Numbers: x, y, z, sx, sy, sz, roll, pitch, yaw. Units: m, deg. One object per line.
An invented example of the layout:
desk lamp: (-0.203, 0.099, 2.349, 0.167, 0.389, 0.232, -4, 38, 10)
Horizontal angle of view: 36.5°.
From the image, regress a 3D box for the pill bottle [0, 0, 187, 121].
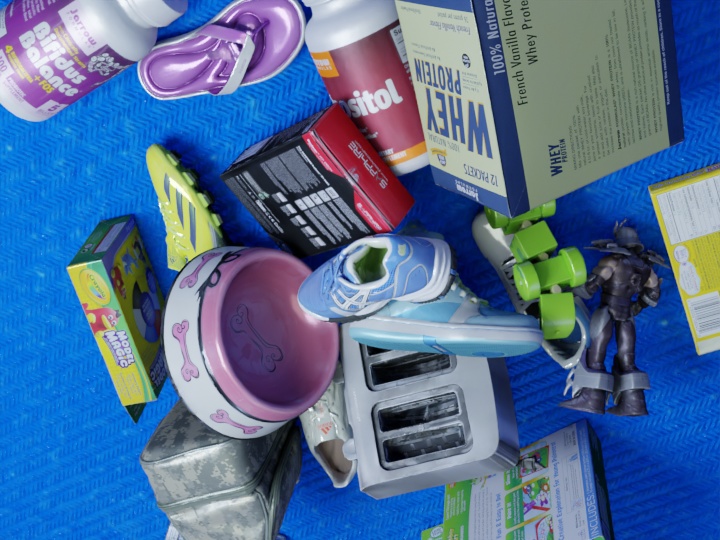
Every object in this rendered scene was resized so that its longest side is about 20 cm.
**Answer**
pill bottle: (-0.270, -0.238, 1.062, 0.198, 0.113, 0.113, -27, 110, 20)

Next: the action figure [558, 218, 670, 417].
action figure: (0.260, 0.046, 1.126, 0.128, 0.069, 0.204, 9, 86, -24)

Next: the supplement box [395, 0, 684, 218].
supplement box: (0.160, -0.186, 0.969, 0.198, 0.134, 0.203, -24, 116, -19)

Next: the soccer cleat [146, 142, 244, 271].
soccer cleat: (-0.183, -0.040, 1.172, 0.083, 0.065, 0.202, -29, 113, 2)

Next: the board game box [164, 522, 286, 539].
board game box: (-0.215, 0.407, 1.408, 0.197, 0.062, 0.203, 16, 118, -1)

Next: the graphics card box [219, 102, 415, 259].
graphics card box: (-0.047, -0.082, 1.086, 0.126, 0.051, 0.199, 49, 150, -16)

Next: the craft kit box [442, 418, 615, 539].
craft kit box: (0.181, 0.276, 1.211, 0.195, 0.201, 0.049, -26, 112, 20)

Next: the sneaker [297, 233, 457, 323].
sneaker: (0.000, 0.000, 1.042, 0.076, 0.077, 0.199, 19, 154, -37)

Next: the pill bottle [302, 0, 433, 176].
pill bottle: (0.015, -0.200, 1.042, 0.111, 0.113, 0.202, -19, 112, 16)

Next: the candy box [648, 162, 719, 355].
candy box: (0.375, -0.012, 1.136, 0.101, 0.027, 0.202, -18, 113, 12)

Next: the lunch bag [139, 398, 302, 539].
lunch bag: (-0.139, 0.224, 1.231, 0.137, 0.200, 0.170, -14, 109, 13)

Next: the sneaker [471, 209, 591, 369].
sneaker: (0.185, 0.017, 1.152, 0.071, 0.073, 0.201, -31, 108, 23)

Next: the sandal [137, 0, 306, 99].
sandal: (-0.140, -0.209, 1.079, 0.200, 0.050, 0.083, -18, 114, 28)

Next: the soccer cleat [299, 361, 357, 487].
soccer cleat: (-0.045, 0.155, 1.249, 0.068, 0.078, 0.202, -17, 113, 16)

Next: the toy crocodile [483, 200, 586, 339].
toy crocodile: (0.170, -0.030, 1.092, 0.066, 0.062, 0.203, -17, 73, -9)

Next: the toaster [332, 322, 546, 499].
toaster: (0.075, 0.136, 1.160, 0.197, 0.119, 0.184, -15, 72, 15)

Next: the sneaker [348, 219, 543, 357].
sneaker: (0.088, 0.014, 1.083, 0.197, 0.080, 0.133, 4, 76, 19)

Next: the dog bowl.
dog bowl: (-0.103, 0.067, 1.115, 0.073, 0.201, 0.201, -16, 117, 43)

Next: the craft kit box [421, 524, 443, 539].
craft kit box: (0.158, 0.347, 1.243, 0.198, 0.198, 0.049, -24, 116, 19)

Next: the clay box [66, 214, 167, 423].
clay box: (-0.252, 0.055, 1.206, 0.047, 0.115, 0.203, -11, 115, 12)
